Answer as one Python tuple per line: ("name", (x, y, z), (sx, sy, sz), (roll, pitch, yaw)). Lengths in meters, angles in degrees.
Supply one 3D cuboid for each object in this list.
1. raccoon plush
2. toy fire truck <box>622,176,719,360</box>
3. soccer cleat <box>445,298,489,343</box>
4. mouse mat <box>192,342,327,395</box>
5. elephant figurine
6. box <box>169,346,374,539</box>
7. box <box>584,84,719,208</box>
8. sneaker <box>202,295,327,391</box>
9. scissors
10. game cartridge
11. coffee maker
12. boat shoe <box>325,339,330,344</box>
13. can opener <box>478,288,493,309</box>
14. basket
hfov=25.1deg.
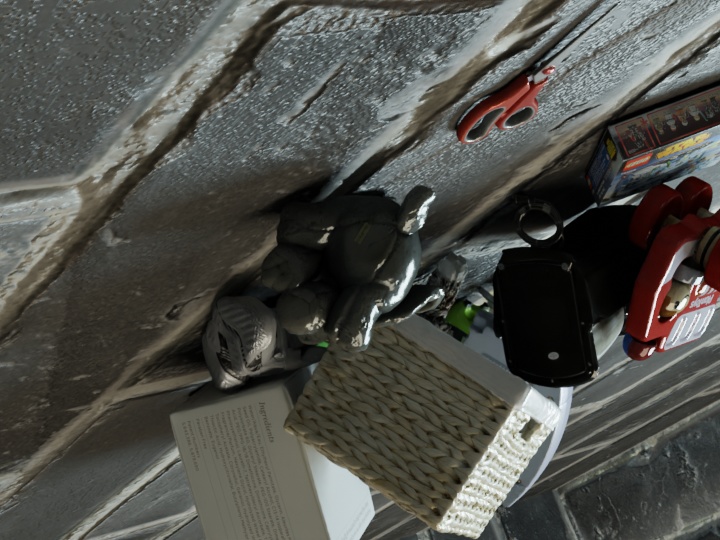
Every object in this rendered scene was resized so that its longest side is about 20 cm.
("raccoon plush", (0.080, 0.101, 1.682), (0.096, 0.134, 0.201), (-17, 143, -37))
("toy fire truck", (0.321, 0.009, 1.587), (0.199, 0.112, 0.169), (-14, 129, -56))
("soccer cleat", (0.143, 0.120, 1.842), (0.067, 0.201, 0.081), (13, 125, -32))
("mouse mat", (-0.081, 0.105, 1.833), (0.199, 0.008, 0.161), (-29, 163, 25))
("elephant figurine", (0.000, 0.000, 1.392), (0.154, 0.143, 0.200), (9, 177, 16))
("box", (-0.086, 0.203, 1.674), (0.130, 0.202, 0.199), (-15, -175, 13))
("box", (0.319, -0.130, 1.535), (0.198, 0.040, 0.137), (-20, 166, -8))
("sneaker", (-0.082, 0.057, 1.545), (0.114, 0.076, 0.200), (-18, 169, -19))
("scissors", (0.134, -0.150, 1.254), (0.073, 0.014, 0.200), (-14, 164, -23))
("game cartridge", (0.154, 0.153, 1.733), (0.040, 0.133, 0.201), (-30, 146, -46))
("coffee maker", (0.234, -0.001, 1.634), (0.200, 0.134, 0.194), (-29, 136, -50))
("boat shoe", (0.015, 0.067, 1.742), (0.067, 0.057, 0.199), (-30, 163, 26))
("can opener", (0.188, 0.047, 1.795), (0.067, 0.053, 0.200), (-48, -160, -1))
("basket", (0.064, 0.140, 1.544), (0.162, 0.199, 0.198), (-59, 160, -2))
